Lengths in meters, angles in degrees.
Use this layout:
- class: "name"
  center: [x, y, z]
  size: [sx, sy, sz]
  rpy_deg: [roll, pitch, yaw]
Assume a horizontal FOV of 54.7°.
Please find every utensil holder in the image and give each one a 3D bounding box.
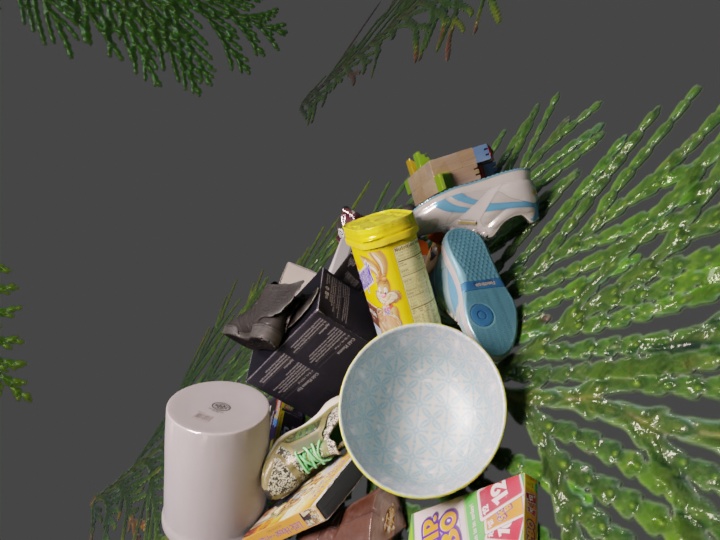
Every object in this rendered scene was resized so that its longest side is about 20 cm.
- class: "utensil holder"
  center: [-0.220, 0.297, 1.075]
  size: [0.170, 0.167, 0.204]
  rpy_deg: [-123, 37, -67]

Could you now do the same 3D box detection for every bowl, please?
- class: "bowl"
  center: [0.077, 0.176, 0.841]
  size: [0.202, 0.197, 0.108]
  rpy_deg: [-64, -19, -18]

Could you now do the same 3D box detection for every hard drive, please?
- class: "hard drive"
  center: [-0.063, 0.040, 1.387]
  size: [0.201, 0.026, 0.134]
  rpy_deg: [117, 171, -59]

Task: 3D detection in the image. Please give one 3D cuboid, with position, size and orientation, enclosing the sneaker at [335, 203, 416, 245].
- class: "sneaker"
  center: [0.015, -0.094, 1.360]
  size: [0.200, 0.116, 0.075]
  rpy_deg: [-42, -8, 35]

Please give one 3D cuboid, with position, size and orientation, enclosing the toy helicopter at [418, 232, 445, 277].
- class: "toy helicopter"
  center: [0.133, -0.046, 1.144]
  size: [0.133, 0.078, 0.201]
  rpy_deg: [-57, 8, 26]

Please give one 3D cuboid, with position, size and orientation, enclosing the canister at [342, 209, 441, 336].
- class: "canister"
  center: [0.050, 0.024, 0.978]
  size: [0.085, 0.203, 0.148]
  rpy_deg: [-19, 10, -11]

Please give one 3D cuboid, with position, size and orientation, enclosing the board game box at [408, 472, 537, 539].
- class: "board game box"
  center: [0.110, 0.293, 0.752]
  size: [0.200, 0.030, 0.096]
  rpy_deg: [-41, 26, 42]

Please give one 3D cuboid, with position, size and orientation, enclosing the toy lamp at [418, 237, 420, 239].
- class: "toy lamp"
  center: [0.037, -0.017, 1.307]
  size: [0.200, 0.058, 0.059]
  rpy_deg: [-42, 25, 35]

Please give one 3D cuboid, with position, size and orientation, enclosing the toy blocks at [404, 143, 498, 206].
- class: "toy blocks"
  center: [0.163, -0.161, 1.153]
  size: [0.135, 0.102, 0.200]
  rpy_deg: [-18, 0, -9]

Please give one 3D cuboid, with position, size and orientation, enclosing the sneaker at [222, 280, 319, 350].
- class: "sneaker"
  center: [-0.144, 0.067, 1.086]
  size: [0.199, 0.060, 0.105]
  rpy_deg: [-5, 56, 58]

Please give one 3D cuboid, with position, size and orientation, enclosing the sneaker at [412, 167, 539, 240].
- class: "sneaker"
  center: [0.156, -0.079, 0.994]
  size: [0.197, 0.082, 0.076]
  rpy_deg: [-18, -5, 14]

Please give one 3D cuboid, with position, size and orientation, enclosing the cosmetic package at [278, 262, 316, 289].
- class: "cosmetic package"
  center: [-0.148, 0.088, 1.448]
  size: [0.201, 0.086, 0.104]
  rpy_deg: [120, 171, -51]

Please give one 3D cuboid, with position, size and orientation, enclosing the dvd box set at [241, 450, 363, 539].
- class: "dvd box set"
  center: [-0.075, 0.331, 1.014]
  size: [0.199, 0.030, 0.146]
  rpy_deg: [-39, 0, 41]

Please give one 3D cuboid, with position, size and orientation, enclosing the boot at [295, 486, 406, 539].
- class: "boot"
  center: [-0.028, 0.376, 0.894]
  size: [0.199, 0.064, 0.188]
  rpy_deg: [-33, 30, 42]

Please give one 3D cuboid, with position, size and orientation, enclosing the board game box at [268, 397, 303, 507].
- class: "board game box"
  center: [-0.177, 0.342, 1.277]
  size: [0.165, 0.056, 0.202]
  rpy_deg: [-44, 25, 37]

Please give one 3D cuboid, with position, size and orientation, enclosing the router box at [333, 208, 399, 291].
- class: "router box"
  center: [0.000, 0.000, 1.189]
  size: [0.149, 0.051, 0.200]
  rpy_deg: [-44, -5, -41]

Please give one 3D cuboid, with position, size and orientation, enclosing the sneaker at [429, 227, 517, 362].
- class: "sneaker"
  center: [0.147, 0.057, 0.954]
  size: [0.131, 0.078, 0.203]
  rpy_deg: [109, 157, -51]

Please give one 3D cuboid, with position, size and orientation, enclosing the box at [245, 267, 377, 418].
- class: "box"
  center: [-0.052, 0.132, 1.119]
  size: [0.200, 0.181, 0.105]
  rpy_deg: [-43, 24, 29]

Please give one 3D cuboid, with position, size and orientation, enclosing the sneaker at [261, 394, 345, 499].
- class: "sneaker"
  center: [-0.066, 0.263, 1.041]
  size: [0.200, 0.077, 0.088]
  rpy_deg: [-42, 13, -18]
